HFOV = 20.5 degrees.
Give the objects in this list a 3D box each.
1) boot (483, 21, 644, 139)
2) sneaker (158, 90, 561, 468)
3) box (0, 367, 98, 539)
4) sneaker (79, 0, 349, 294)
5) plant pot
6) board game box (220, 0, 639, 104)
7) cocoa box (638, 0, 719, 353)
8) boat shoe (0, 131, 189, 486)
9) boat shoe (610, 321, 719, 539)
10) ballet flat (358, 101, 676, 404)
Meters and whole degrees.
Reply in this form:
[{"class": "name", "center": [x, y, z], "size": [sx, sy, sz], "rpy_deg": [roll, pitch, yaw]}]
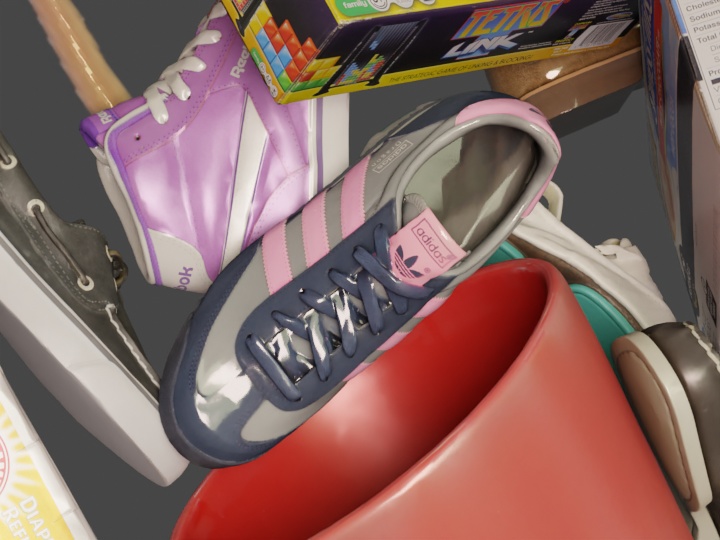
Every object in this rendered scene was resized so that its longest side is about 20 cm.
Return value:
[{"class": "boot", "center": [0.146, -0.127, 0.921], "size": [0.198, 0.074, 0.076], "rpy_deg": [-21, 79, -16]}, {"class": "sneaker", "center": [0.000, 0.000, 0.792], "size": [0.070, 0.082, 0.200], "rpy_deg": [46, 78, -14]}, {"class": "box", "center": [-0.205, 0.128, 0.761], "size": [0.199, 0.101, 0.113], "rpy_deg": [-29, 91, -18]}, {"class": "sneaker", "center": [-0.063, -0.090, 0.852], "size": [0.113, 0.073, 0.203], "rpy_deg": [1, 80, -10]}, {"class": "plant pot", "center": [0.050, 0.123, 0.801], "size": [0.200, 0.200, 0.178], "rpy_deg": [-42, 103, -17]}, {"class": "board game box", "center": [0.016, -0.162, 0.823], "size": [0.199, 0.057, 0.166], "rpy_deg": [-15, 69, -41]}, {"class": "cocoa box", "center": [0.192, -0.062, 0.819], "size": [0.132, 0.201, 0.132], "rpy_deg": [-14, 58, 2]}, {"class": "boat shoe", "center": [-0.129, -0.001, 0.821], "size": [0.057, 0.069, 0.200], "rpy_deg": [-41, 93, -18]}, {"class": "boat shoe", "center": [0.149, 0.067, 0.822], "size": [0.060, 0.202, 0.072], "rpy_deg": [-26, 61, 1]}, {"class": "ballet flat", "center": [0.087, -0.004, 0.891], "size": [0.200, 0.069, 0.070], "rpy_deg": [39, 74, -7]}]
